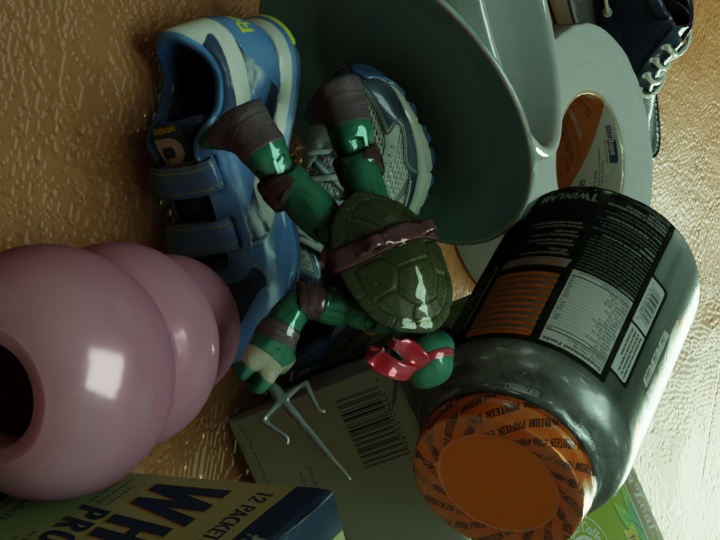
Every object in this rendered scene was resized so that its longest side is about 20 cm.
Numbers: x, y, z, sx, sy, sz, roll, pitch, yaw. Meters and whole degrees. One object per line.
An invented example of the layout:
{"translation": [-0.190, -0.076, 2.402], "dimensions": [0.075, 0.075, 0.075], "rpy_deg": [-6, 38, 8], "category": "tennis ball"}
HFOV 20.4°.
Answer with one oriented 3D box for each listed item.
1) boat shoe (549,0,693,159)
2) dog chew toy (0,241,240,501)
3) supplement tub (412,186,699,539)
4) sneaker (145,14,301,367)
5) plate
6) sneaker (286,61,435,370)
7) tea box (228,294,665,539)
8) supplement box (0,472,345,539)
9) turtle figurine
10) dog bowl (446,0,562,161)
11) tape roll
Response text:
{"translation": [0.214, -0.159, 1.522], "dimensions": [0.075, 0.092, 0.200], "rpy_deg": [-56, 133, -38], "category": "boat shoe"}
{"translation": [-0.129, 0.040, 1.010], "dimensions": [0.200, 0.124, 0.125], "rpy_deg": [-22, 109, -62], "category": "dog chew toy"}
{"translation": [0.107, 0.054, 1.111], "dimensions": [0.200, 0.122, 0.123], "rpy_deg": [-57, 134, -45], "category": "supplement tub"}
{"translation": [-0.083, -0.046, 1.116], "dimensions": [0.082, 0.074, 0.201], "rpy_deg": [4, 82, -50], "category": "sneaker"}
{"translation": [0.024, -0.102, 1.151], "dimensions": [0.026, 0.200, 0.201], "rpy_deg": [-43, 125, -31], "category": "plate"}
{"translation": [-0.014, -0.023, 1.157], "dimensions": [0.085, 0.077, 0.201], "rpy_deg": [-37, 144, -47], "category": "sneaker"}
{"translation": [0.058, 0.131, 1.221], "dimensions": [0.197, 0.133, 0.201], "rpy_deg": [-29, 96, -53], "category": "tea box"}
{"translation": [-0.105, 0.217, 0.966], "dimensions": [0.134, 0.199, 0.201], "rpy_deg": [-36, 120, -50], "category": "supplement box"}
{"translation": [0.000, 0.000, 1.050], "dimensions": [0.149, 0.101, 0.201], "rpy_deg": [-10, 72, -49], "category": "turtle figurine"}
{"translation": [0.062, -0.161, 1.260], "dimensions": [0.200, 0.078, 0.201], "rpy_deg": [-12, 90, -73], "category": "dog bowl"}
{"translation": [0.138, -0.075, 1.437], "dimensions": [0.200, 0.066, 0.201], "rpy_deg": [-2, 93, -56], "category": "tape roll"}
